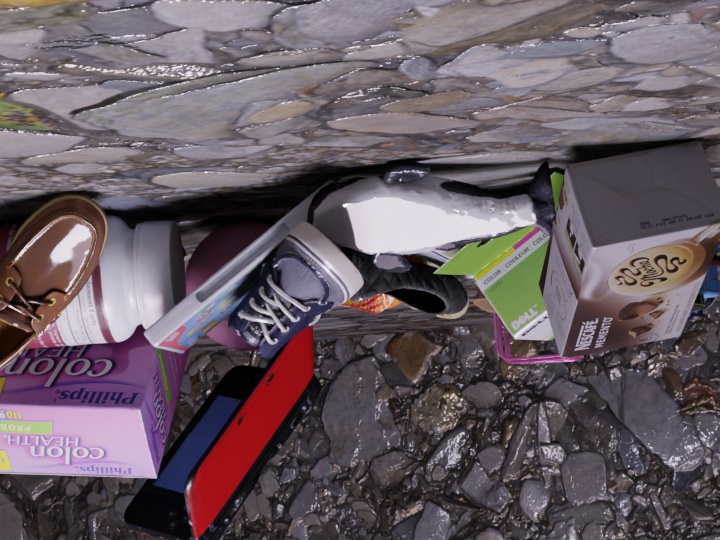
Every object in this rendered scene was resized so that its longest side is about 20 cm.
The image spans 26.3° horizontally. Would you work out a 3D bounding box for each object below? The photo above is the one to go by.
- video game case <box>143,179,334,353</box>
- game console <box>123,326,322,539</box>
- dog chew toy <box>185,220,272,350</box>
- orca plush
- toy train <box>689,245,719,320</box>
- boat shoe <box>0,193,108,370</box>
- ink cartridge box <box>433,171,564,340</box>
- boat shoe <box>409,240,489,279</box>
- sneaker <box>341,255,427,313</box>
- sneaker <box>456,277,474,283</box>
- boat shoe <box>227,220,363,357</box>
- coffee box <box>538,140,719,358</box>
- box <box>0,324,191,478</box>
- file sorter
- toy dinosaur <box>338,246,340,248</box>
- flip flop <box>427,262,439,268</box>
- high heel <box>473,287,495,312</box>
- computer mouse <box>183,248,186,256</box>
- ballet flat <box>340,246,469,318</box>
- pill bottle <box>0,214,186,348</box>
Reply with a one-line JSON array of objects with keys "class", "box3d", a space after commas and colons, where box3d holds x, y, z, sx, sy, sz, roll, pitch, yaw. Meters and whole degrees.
[{"class": "video game case", "box3d": [-0.093, 0.000, 1.323, 0.200, 0.017, 0.143, -39, 174, -1]}, {"class": "game console", "box3d": [-0.132, 0.139, 1.396, 0.172, 0.200, 0.119, 6, 139, 42]}, {"class": "dog chew toy", "box3d": [-0.103, 0.012, 1.524, 0.124, 0.125, 0.200, -5, -177, 5]}, {"class": "orca plush", "box3d": [0.055, -0.065, 1.252, 0.199, 0.071, 0.105, -14, 129, 2]}, {"class": "toy train", "box3d": [0.331, -0.007, 1.619, 0.086, 0.115, 0.200, -6, 174, 28]}, {"class": "boat shoe", "box3d": [-0.275, 0.022, 1.271, 0.072, 0.068, 0.200, 33, 117, -21]}, {"class": "ink cartridge box", "box3d": [0.173, -0.008, 1.390, 0.148, 0.076, 0.200, -39, 162, 19]}, {"class": "boat shoe", "box3d": [0.098, -0.034, 1.417, 0.062, 0.072, 0.200, -13, 169, 33]}, {"class": "sneaker", "box3d": [0.000, 0.000, 1.542, 0.077, 0.073, 0.200, -21, -157, -27]}, {"class": "sneaker", "box3d": [0.046, -0.007, 1.634, 0.199, 0.077, 0.114, -10, 170, 28]}, {"class": "boat shoe", "box3d": [-0.058, 0.025, 1.256, 0.093, 0.075, 0.200, -47, 176, -11]}, {"class": "coffee box", "box3d": [0.218, -0.013, 1.263, 0.113, 0.080, 0.200, -11, 152, -7]}, {"class": "box", "box3d": [-0.263, 0.087, 1.445, 0.175, 0.200, 0.097, 1, 133, 7]}, {"class": "file sorter", "box3d": [0.287, 0.084, 2.450, 0.138, 0.126, 0.200, -5, 174, 12]}, {"class": "toy dinosaur", "box3d": [-0.001, -0.027, 1.431, 0.088, 0.048, 0.200, -17, -170, 36]}, {"class": "flip flop", "box3d": [0.145, -0.012, 1.548, 0.199, 0.081, 0.058, -1, 133, -4]}, {"class": "high heel", "box3d": [0.205, -0.005, 1.627, 0.067, 0.096, 0.200, 33, 157, -28]}, {"class": "computer mouse", "box3d": [-0.210, -0.019, 1.586, 0.058, 0.034, 0.200, -22, -179, -5]}, {"class": "ballet flat", "box3d": [0.037, 0.020, 1.387, 0.066, 0.057, 0.200, -7, 163, 31]}, {"class": "pill bottle", "box3d": [-0.261, 0.010, 1.372, 0.199, 0.115, 0.114, -4, 174, 1]}]
